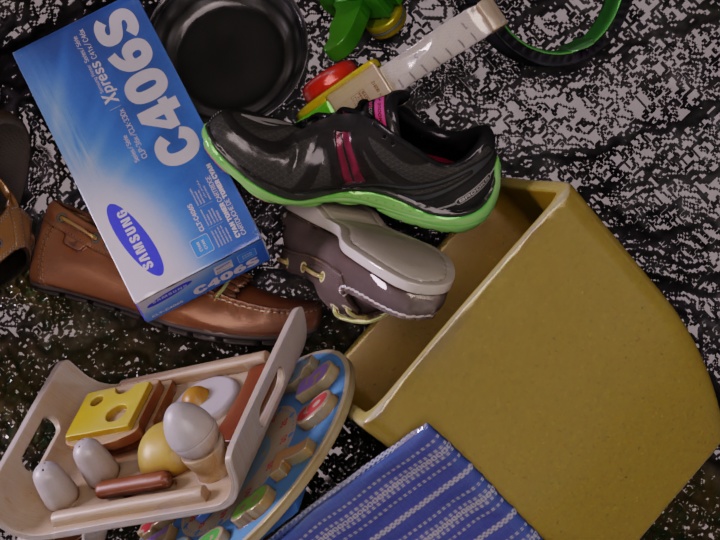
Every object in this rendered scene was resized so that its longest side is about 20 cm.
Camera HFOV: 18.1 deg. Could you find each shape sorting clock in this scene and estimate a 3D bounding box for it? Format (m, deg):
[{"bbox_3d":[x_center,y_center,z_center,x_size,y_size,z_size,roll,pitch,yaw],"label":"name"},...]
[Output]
[{"bbox_3d":[-0.078,0.128,1.454,0.039,0.200,0.200,39,86,-16],"label":"shape sorting clock"}]

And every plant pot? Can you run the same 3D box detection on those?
[{"bbox_3d":[0.118,0.080,1.471,0.200,0.194,0.196,43,86,-10],"label":"plant pot"}]

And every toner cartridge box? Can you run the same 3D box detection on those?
[{"bbox_3d":[-0.145,-0.076,1.495,0.094,0.043,0.201,-28,71,-4],"label":"toner cartridge box"}]

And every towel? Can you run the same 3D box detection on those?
[{"bbox_3d":[0.049,0.200,1.393,0.144,0.024,0.200,-37,114,14],"label":"towel"}]

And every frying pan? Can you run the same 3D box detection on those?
[{"bbox_3d":[-0.077,-0.117,1.537,0.114,0.031,0.191,-24,75,-1],"label":"frying pan"}]

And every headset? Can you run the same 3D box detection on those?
[{"bbox_3d":[0.120,-0.236,1.525,0.123,0.094,0.201,-26,102,-20],"label":"headset"}]

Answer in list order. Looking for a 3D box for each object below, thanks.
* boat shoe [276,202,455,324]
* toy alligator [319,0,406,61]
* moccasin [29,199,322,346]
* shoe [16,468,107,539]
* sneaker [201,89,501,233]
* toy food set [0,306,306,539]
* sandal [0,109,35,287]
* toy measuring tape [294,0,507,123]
[{"bbox_3d":[0.000,0.000,1.462,0.071,0.200,0.060,7,104,-28],"label":"boat shoe"},{"bbox_3d":[0.026,-0.228,1.557,0.054,0.059,0.201,26,75,44],"label":"toy alligator"},{"bbox_3d":[-0.121,0.001,1.528,0.200,0.074,0.078,17,94,9],"label":"moccasin"},{"bbox_3d":[-0.217,0.223,1.513,0.069,0.053,0.202,18,86,0],"label":"shoe"},{"bbox_3d":[-0.004,-0.084,1.465,0.198,0.077,0.084,8,123,-10],"label":"sneaker"},{"bbox_3d":[-0.138,0.092,1.449,0.199,0.144,0.061,-12,125,29],"label":"toy food set"},{"bbox_3d":[-0.250,-0.007,1.498,0.054,0.082,0.202,22,101,26],"label":"sandal"},{"bbox_3d":[0.022,-0.125,1.520,0.199,0.073,0.074,-33,87,25],"label":"toy measuring tape"}]
